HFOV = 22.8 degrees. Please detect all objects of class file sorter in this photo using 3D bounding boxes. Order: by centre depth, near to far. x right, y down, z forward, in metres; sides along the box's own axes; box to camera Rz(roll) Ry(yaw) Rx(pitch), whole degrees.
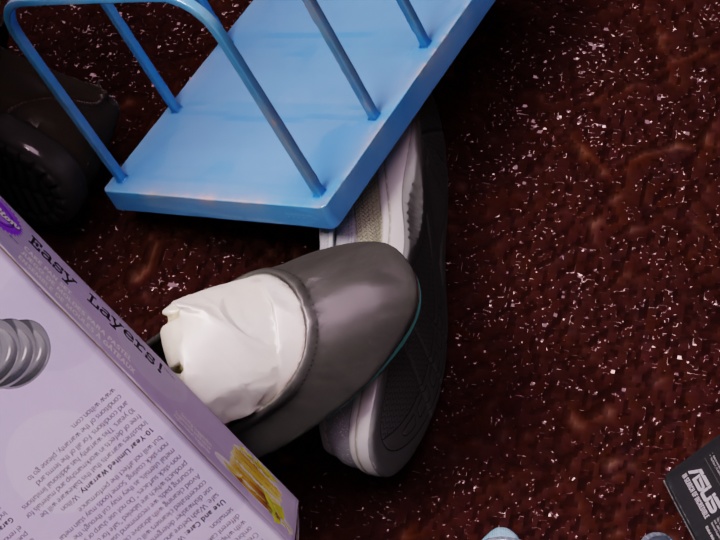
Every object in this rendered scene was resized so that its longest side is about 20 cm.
[{"bbox_3d":[-0.037,-0.135,0.790,0.138,0.123,0.200,6,50,40],"label":"file sorter"}]

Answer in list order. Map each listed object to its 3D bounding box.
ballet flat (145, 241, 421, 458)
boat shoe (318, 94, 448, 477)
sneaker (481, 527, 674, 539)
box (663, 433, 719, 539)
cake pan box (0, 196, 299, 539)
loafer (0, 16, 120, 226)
[{"bbox_3d":[-0.068,0.049,0.704,0.199,0.068,0.068,-34,63,22],"label":"ballet flat"},{"bbox_3d":[0.000,-0.002,0.775,0.064,0.075,0.203,-7,55,16],"label":"boat shoe"},{"bbox_3d":[0.047,0.149,0.688,0.199,0.080,0.096,-6,46,-5],"label":"sneaker"},{"bbox_3d":[0.212,0.101,0.627,0.160,0.044,0.200,-39,35,12],"label":"box"},{"bbox_3d":[-0.152,0.094,0.652,0.200,0.052,0.184,-43,101,10],"label":"cake pan box"},{"bbox_3d":[-0.197,-0.090,0.856,0.199,0.073,0.071,30,57,17],"label":"loafer"}]
